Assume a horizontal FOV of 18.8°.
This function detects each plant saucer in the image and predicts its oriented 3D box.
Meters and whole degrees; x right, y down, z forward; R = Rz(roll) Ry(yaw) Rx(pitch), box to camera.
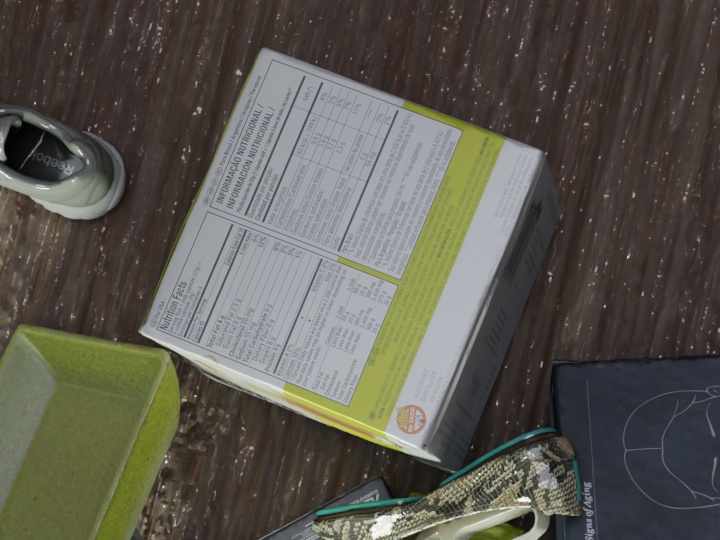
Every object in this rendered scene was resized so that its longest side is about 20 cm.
[{"bbox_3d":[-0.199,0.143,1.429,0.048,0.200,0.200,30,76,-35],"label":"plant saucer"}]

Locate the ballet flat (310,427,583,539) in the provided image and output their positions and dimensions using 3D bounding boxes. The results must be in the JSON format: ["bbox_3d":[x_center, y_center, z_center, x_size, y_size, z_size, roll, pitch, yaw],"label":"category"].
[{"bbox_3d":[0.054,0.162,1.376,0.200,0.068,0.075,-23,73,30],"label":"ballet flat"}]

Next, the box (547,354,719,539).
[{"bbox_3d":[0.225,0.162,1.407,0.196,0.124,0.200,-2,73,2],"label":"box"}]

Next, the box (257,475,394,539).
[{"bbox_3d":[-0.035,0.254,1.458,0.200,0.044,0.160,-29,80,-1],"label":"box"}]

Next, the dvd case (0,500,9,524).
[{"bbox_3d":[-0.364,0.173,1.505,0.200,0.016,0.149,-38,81,-3],"label":"dvd case"}]

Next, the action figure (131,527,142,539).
[{"bbox_3d":[-0.170,0.206,1.431,0.118,0.055,0.200,-46,42,23],"label":"action figure"}]

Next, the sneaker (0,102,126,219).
[{"bbox_3d":[-0.263,-0.095,1.504,0.200,0.092,0.076,13,81,6],"label":"sneaker"}]

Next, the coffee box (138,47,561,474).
[{"bbox_3d":[0.000,0.000,1.413,0.198,0.200,0.200,21,83,11],"label":"coffee box"}]

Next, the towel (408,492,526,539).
[{"bbox_3d":[0.038,0.247,1.407,0.086,0.018,0.200,19,70,8],"label":"towel"}]
